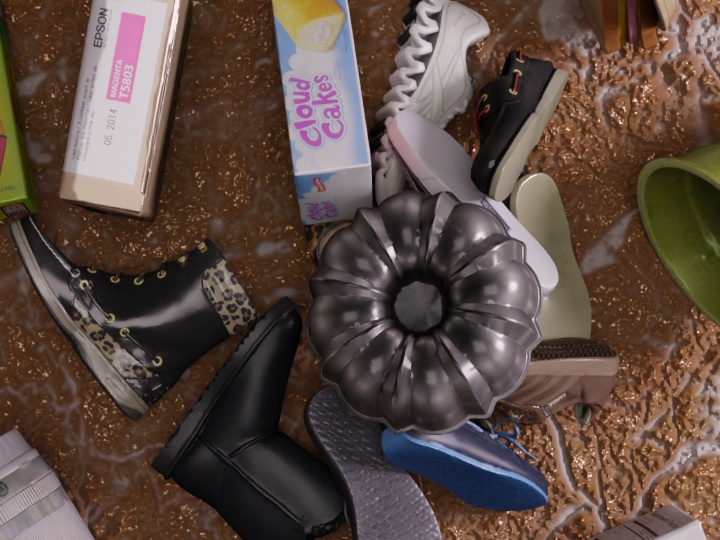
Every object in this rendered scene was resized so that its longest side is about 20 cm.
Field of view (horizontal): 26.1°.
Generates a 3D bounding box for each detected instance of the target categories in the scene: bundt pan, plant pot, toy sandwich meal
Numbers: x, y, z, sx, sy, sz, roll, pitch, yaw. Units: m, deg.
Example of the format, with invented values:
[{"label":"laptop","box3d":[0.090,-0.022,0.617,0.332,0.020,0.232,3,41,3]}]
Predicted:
[{"label":"bundt pan","box3d":[0.047,0.027,1.237,0.199,0.076,0.205,-1,80,6]},{"label":"plant pot","box3d":[0.376,-0.065,1.356,0.189,0.200,0.201,-37,91,-16]},{"label":"toy sandwich meal","box3d":[0.206,-0.279,1.334,0.070,0.205,0.207,-25,91,10]}]

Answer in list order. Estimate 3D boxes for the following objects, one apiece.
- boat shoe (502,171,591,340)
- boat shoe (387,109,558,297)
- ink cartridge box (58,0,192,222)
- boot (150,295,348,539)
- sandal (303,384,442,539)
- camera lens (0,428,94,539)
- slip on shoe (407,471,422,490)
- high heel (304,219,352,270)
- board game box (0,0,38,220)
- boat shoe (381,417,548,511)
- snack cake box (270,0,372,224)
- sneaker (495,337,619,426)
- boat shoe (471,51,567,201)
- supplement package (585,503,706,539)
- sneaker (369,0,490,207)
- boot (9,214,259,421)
[{"label":"boat shoe","box3d":[0.156,0.011,1.394,0.073,0.063,0.204,-22,105,-33]},{"label":"boat shoe","box3d":[0.083,-0.045,1.334,0.200,0.072,0.068,48,124,0]},{"label":"ink cartridge box","box3d":[-0.197,-0.147,1.325,0.074,0.165,0.203,11,88,-3]},{"label":"boot","box3d":[-0.065,0.148,1.370,0.167,0.076,0.201,36,93,1]},{"label":"sandal","box3d":[0.013,0.192,1.331,0.075,0.043,0.202,-18,80,-19]},{"label":"camera lens","box3d":[-0.302,0.258,1.316,0.159,0.160,0.201,-31,91,-3]},{"label":"slip on shoe","box3d":[0.035,0.265,1.371,0.073,0.061,0.203,0,93,-34]},{"label":"high heel","box3d":[0.000,0.000,1.342,0.071,0.143,0.202,-23,90,-1]},{"label":"board game box","box3d":[-0.350,-0.141,1.354,0.100,0.048,0.203,-12,77,-3]},{"label":"boat shoe","box3d":[0.100,0.152,1.349,0.083,0.199,0.069,-21,52,30]},{"label":"snack cake box","box3d":[-0.034,-0.155,1.330,0.066,0.115,0.203,-7,71,-3]},{"label":"sneaker","box3d":[0.134,0.100,1.327,0.198,0.070,0.077,3,109,-25]},{"label":"boat shoe","box3d":[0.124,-0.125,1.332,0.062,0.202,0.074,23,127,5]},{"label":"supplement package","box3d":[0.216,0.302,1.362,0.198,0.117,0.118,-22,89,-2]},{"label":"sneaker","box3d":[0.058,-0.148,1.387,0.080,0.075,0.202,18,89,-11]},{"label":"boot","box3d":[-0.200,0.009,1.373,0.153,0.073,0.205,-35,91,-7]}]
